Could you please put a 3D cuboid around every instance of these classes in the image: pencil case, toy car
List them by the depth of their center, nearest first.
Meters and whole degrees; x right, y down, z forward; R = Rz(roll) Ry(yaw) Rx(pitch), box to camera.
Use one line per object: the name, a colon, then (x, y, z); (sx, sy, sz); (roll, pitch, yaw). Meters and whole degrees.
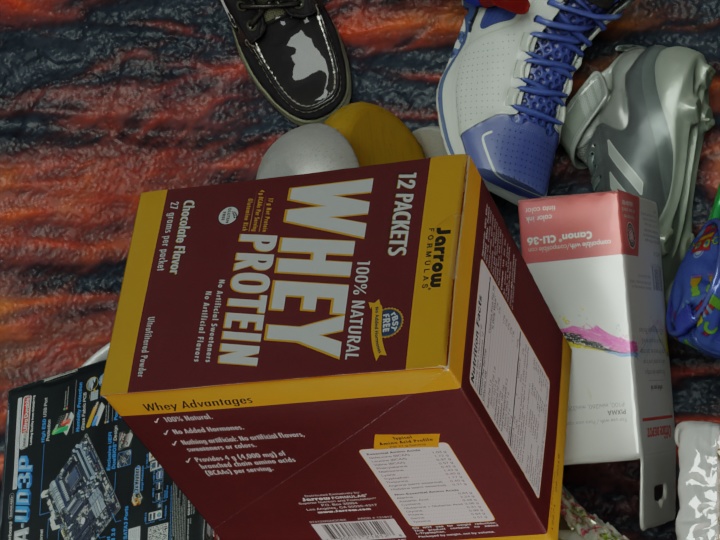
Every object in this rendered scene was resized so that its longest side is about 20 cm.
pencil case: (0.287, 0.043, 1.408); (0.199, 0.078, 0.087); (24, 57, -4)
toy car: (0.000, 0.000, 1.494); (0.150, 0.174, 0.201); (-31, 69, 42)

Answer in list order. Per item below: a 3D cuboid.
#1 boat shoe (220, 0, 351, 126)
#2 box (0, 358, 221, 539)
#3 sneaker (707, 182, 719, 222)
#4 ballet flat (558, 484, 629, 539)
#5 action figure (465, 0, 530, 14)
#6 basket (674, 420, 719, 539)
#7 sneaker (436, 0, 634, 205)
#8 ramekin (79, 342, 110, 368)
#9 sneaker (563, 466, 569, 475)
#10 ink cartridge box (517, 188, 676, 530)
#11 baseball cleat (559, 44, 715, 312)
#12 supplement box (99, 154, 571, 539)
boat shoe: (-0.067, -0.194, 1.587); (0.072, 0.065, 0.201); (-23, 74, 6)
box: (-0.146, 0.148, 1.380); (0.158, 0.046, 0.201); (-18, 56, 27)
sneaker: (0.286, -0.077, 1.465); (0.074, 0.084, 0.201); (29, 85, 18)
ballet flat: (0.106, 0.163, 1.349); (0.200, 0.064, 0.076); (40, 117, 54)
action figure: (0.032, -0.220, 1.513); (0.200, 0.099, 0.066); (18, 79, 60)
basket: (0.266, 0.199, 1.347); (0.160, 0.200, 0.200); (0, 78, 11)
sneaker: (0.118, -0.152, 1.488); (0.115, 0.080, 0.201); (-23, 54, 48)
ramekin: (-0.103, 0.140, 1.499); (0.199, 0.105, 0.202); (-3, 76, 14)
sneaker: (0.046, 0.150, 1.485); (0.200, 0.078, 0.086); (-40, 64, -7)
ink cartridge box: (0.147, 0.057, 1.394); (0.067, 0.116, 0.202); (-6, 85, 19)
baseball cleat: (0.175, -0.051, 1.505); (0.106, 0.070, 0.201); (8, 75, 30)
supplement box: (-0.007, 0.056, 1.263); (0.196, 0.200, 0.134); (-6, 54, 20)
